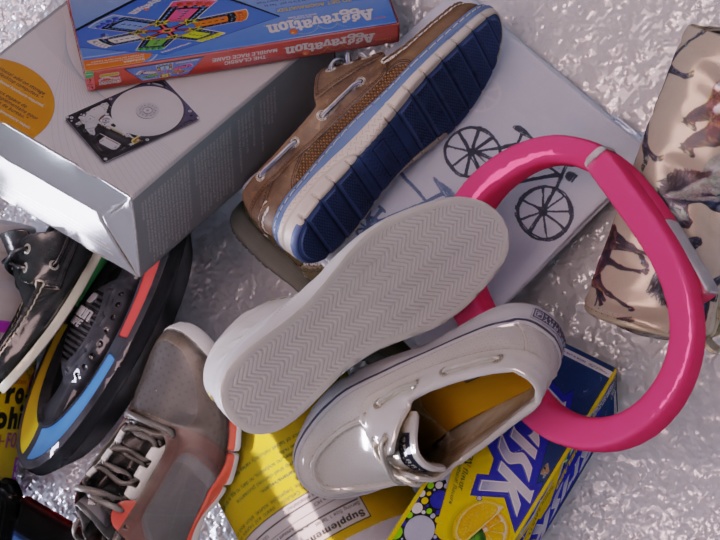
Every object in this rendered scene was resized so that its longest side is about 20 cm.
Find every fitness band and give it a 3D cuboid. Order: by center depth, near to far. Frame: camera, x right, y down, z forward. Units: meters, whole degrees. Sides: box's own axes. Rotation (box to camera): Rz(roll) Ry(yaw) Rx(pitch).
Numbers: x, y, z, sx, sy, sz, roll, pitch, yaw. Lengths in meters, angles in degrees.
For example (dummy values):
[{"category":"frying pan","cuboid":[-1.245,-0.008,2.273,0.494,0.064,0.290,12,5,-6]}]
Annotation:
[{"category":"fitness band","cuboid":[0.126,0.012,1.597,0.144,0.037,0.200,-41,63,20]}]

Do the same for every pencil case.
[{"category":"pencil case","cuboid":[0.206,-0.053,1.624,0.089,0.078,0.200,20,96,10]}]

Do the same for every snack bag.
[{"category":"snack bag","cuboid":[0.055,-0.063,1.701,0.200,0.021,0.189,-45,66,-7]}]

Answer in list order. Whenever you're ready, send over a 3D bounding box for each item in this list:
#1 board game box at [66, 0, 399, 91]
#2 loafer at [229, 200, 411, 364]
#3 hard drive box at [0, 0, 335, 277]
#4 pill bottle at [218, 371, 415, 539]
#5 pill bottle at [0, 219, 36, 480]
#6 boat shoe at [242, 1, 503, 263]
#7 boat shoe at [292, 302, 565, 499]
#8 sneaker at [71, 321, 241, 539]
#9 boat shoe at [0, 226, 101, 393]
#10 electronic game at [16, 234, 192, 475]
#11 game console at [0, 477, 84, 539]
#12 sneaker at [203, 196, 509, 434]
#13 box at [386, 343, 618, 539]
[{"category":"board game box","cuboid":[-0.084,-0.168,1.725,0.200,0.019,0.103,-9,46,-8]},{"category":"loafer","cuboid":[0.000,0.000,1.726,0.200,0.075,0.070,40,109,23]},{"category":"hard drive box","cuboid":[-0.136,-0.110,1.737,0.156,0.200,0.077,29,143,25]},{"category":"pill bottle","cuboid":[-0.025,0.148,1.710,0.112,0.112,0.200,-36,73,21]},{"category":"pill bottle","cuboid":[-0.273,0.063,1.844,0.104,0.104,0.200,11,92,27]},{"category":"boat shoe","cuboid":[0.004,-0.100,1.676,0.072,0.072,0.200,36,76,31]},{"category":"boat shoe","cuboid":[0.034,0.091,1.581,0.200,0.070,0.071,-29,114,30]},{"category":"sneaker","cuboid":[-0.133,0.130,1.669,0.077,0.082,0.200,24,108,40]},{"category":"boat shoe","cuboid":[-0.204,-0.015,1.791,0.066,0.075,0.199,34,76,-10]},{"category":"electronic game","cuboid":[-0.168,0.042,1.764,0.042,0.200,0.200,29,103,-17]},{"category":"game console","cuboid":[-0.255,0.250,1.786,0.119,0.172,0.200,50,134,52]},{"category":"sneaker","cuboid":[-0.010,0.019,1.623,0.200,0.116,0.074,-34,101,-9]},{"category":"box","cuboid":[0.079,0.136,1.632,0.070,0.064,0.200,27,70,18]}]
